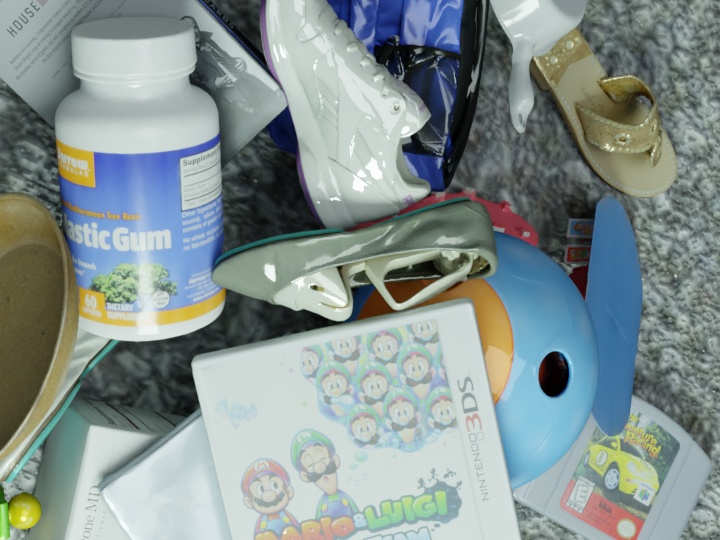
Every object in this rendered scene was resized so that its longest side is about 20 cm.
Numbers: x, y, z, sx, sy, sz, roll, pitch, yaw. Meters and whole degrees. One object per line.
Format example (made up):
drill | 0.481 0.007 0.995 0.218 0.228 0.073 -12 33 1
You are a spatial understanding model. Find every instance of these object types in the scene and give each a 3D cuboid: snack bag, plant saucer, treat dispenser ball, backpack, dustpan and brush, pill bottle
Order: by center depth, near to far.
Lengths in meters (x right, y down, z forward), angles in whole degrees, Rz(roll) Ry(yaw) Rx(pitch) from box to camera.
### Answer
plant saucer | -0.248 0.048 0.980 0.035 0.199 0.202 24 86 -44
pill bottle | -0.150 -0.065 0.985 0.111 0.112 0.203 -10 112 -24
snack bag | -0.071 0.176 1.037 0.188 0.021 0.201 -38 106 -19
backpack | 0.014 -0.170 1.090 0.166 0.163 0.203 10 94 -6
treat dispenser ball | 0.080 0.069 1.097 0.199 0.200 0.204 -3 97 -25
dustpan and brush | 0.135 -0.204 1.156 0.139 0.057 0.202 29 47 -45

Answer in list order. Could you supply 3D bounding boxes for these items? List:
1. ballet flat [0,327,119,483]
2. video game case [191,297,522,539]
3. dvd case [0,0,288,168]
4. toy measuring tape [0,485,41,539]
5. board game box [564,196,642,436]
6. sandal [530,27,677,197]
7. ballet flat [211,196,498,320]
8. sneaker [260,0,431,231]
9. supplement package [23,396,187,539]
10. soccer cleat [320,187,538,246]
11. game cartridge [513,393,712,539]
ballet flat | -0.221 0.064 1.036 0.070 0.069 0.201 53 46 -21
video game case | -0.001 0.128 0.997 0.197 0.024 0.184 -12 97 4
dvd case | -0.165 -0.147 1.027 0.150 0.025 0.200 -40 104 21
toy measuring tape | -0.326 0.175 1.036 0.197 0.074 0.075 -4 98 -2
board game box | 0.198 0.040 1.235 0.158 0.038 0.202 48 47 -54
sandal | 0.219 -0.137 1.240 0.212 0.069 0.078 46 77 -22
ballet flat | 0.000 0.000 0.981 0.198 0.068 0.064 -13 71 -10
sneaker | -0.008 -0.129 0.983 0.098 0.075 0.202 -12 108 12
supplement package | -0.135 0.174 1.083 0.198 0.117 0.118 13 91 -25
soccer cleat | 0.054 -0.023 1.189 0.198 0.067 0.077 2 127 -31
game cartridge | 0.225 0.177 1.299 0.199 0.041 0.134 30 79 -25
